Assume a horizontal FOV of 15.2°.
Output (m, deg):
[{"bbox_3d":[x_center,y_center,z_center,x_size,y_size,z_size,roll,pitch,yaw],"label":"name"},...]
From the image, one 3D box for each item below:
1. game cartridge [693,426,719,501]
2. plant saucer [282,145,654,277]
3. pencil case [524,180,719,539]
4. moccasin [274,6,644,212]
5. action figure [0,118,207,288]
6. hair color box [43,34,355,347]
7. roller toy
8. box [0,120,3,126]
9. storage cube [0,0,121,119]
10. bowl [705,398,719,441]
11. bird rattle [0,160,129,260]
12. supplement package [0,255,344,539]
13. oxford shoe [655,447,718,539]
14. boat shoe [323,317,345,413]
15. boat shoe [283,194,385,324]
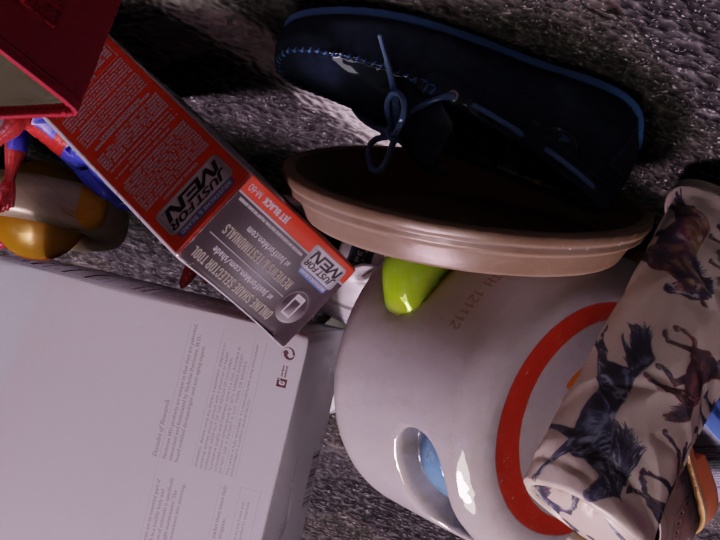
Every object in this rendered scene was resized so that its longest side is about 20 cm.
[{"bbox_3d":[0.240,0.111,1.781,0.133,0.041,0.199,30,157,-37],"label":"game cartridge"},{"bbox_3d":[0.056,-0.031,1.433,0.199,0.030,0.200,7,-168,-2],"label":"plant saucer"},{"bbox_3d":[0.160,0.056,1.452,0.077,0.201,0.089,22,167,25],"label":"pencil case"},{"bbox_3d":[0.046,-0.083,1.404,0.199,0.069,0.081,15,159,12],"label":"moccasin"},{"bbox_3d":[-0.177,-0.048,1.610,0.200,0.099,0.065,45,158,-14],"label":"action figure"},{"bbox_3d":[-0.100,-0.054,1.486,0.200,0.064,0.111,45,-178,42],"label":"hair color box"},{"bbox_3d":[0.092,0.066,1.549,0.199,0.184,0.139,7,-168,-43],"label":"roller toy"},{"bbox_3d":[-0.262,-0.165,1.385,0.097,0.125,0.200,0,152,41],"label":"box"},{"bbox_3d":[-0.209,-0.185,1.210,0.199,0.181,0.171,2,154,40],"label":"storage cube"},{"bbox_3d":[0.281,0.090,1.525,0.200,0.040,0.201,22,-159,-9],"label":"bowl"},{"bbox_3d":[-0.228,-0.034,1.717,0.162,0.113,0.200,11,162,3],"label":"bird rattle"},{"bbox_3d":[-0.133,0.106,1.641,0.199,0.192,0.147,14,-178,9],"label":"supplement package"},{"bbox_3d":[0.168,0.105,1.706,0.071,0.073,0.201,2,130,44],"label":"oxford shoe"},{"bbox_3d":[0.021,0.052,1.795,0.071,0.071,0.201,5,163,-20],"label":"boat shoe"},{"bbox_3d":[0.000,0.000,1.651,0.199,0.074,0.065,12,163,15],"label":"boat shoe"}]
